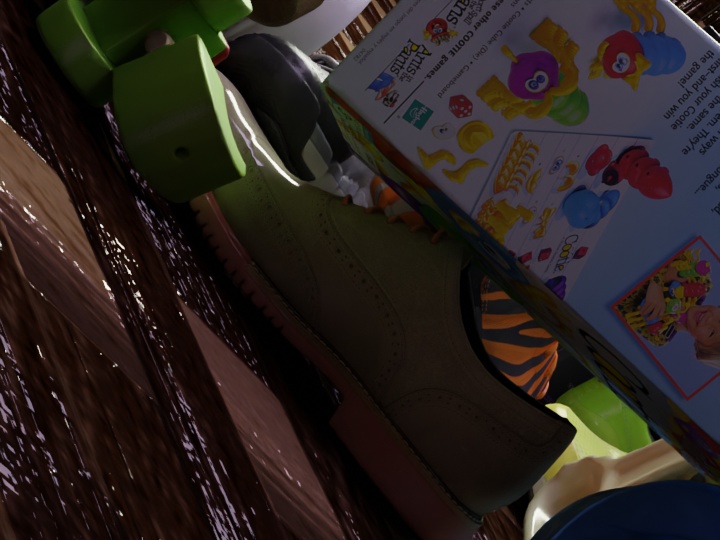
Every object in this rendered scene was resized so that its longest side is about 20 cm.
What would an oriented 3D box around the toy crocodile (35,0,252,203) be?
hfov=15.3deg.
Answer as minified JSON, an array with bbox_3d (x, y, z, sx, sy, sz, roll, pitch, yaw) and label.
[{"bbox_3d":[-0.084,-0.109,0.939,0.062,0.067,0.200,51,8,-51],"label":"toy crocodile"}]

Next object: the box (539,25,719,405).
[{"bbox_3d":[0.146,-0.008,1.381,0.122,0.200,0.106,52,-4,40],"label":"box"}]

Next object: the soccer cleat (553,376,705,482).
[{"bbox_3d":[0.166,0.127,1.338,0.200,0.081,0.068,52,6,-29],"label":"soccer cleat"}]

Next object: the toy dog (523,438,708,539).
[{"bbox_3d":[0.176,0.169,1.101,0.200,0.139,0.194,53,20,-15],"label":"toy dog"}]

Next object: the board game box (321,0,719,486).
[{"bbox_3d":[0.097,-0.023,0.934,0.200,0.105,0.103,43,-4,12],"label":"board game box"}]

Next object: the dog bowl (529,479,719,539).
[{"bbox_3d":[0.123,0.157,0.921,0.200,0.111,0.050,53,-6,-13],"label":"dog bowl"}]

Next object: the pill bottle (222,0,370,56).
[{"bbox_3d":[-0.080,-0.178,1.109,0.200,0.111,0.111,52,7,-19],"label":"pill bottle"}]

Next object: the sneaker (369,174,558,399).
[{"bbox_3d":[0.075,0.019,1.073,0.200,0.112,0.078,75,-2,-55],"label":"sneaker"}]

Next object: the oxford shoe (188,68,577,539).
[{"bbox_3d":[0.000,0.000,0.950,0.200,0.074,0.071,54,9,3],"label":"oxford shoe"}]

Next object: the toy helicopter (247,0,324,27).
[{"bbox_3d":[-0.062,-0.185,0.985,0.132,0.079,0.201,7,-58,67],"label":"toy helicopter"}]

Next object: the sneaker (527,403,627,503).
[{"bbox_3d":[0.152,0.126,1.253,0.200,0.090,0.078,47,24,-21],"label":"sneaker"}]

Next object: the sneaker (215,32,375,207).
[{"bbox_3d":[0.005,-0.075,1.063,0.075,0.115,0.200,47,-5,16],"label":"sneaker"}]
